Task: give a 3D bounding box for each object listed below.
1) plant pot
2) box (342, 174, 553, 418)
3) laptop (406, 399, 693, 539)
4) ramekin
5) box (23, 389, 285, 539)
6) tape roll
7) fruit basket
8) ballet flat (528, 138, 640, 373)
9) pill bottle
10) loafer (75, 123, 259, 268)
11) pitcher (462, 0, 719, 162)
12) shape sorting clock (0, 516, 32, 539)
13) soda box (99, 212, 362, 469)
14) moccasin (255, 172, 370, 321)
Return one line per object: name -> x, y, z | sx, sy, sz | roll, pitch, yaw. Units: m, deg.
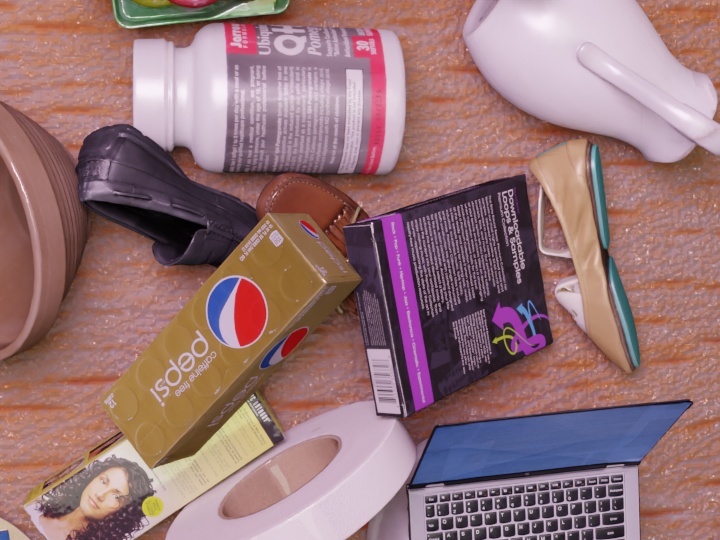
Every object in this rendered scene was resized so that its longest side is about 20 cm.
plant pot -> -0.261, -0.042, 0.897 | 0.092, 0.199, 0.203 | -23, 102, -47
box -> 0.073, 0.014, 0.956 | 0.199, 0.036, 0.145 | -18, 101, -45
laptop -> 0.135, 0.188, 0.902 | 0.185, 0.116, 0.203 | -4, 97, -9
ramekin -> 0.109, 0.234, 1.011 | 0.198, 0.098, 0.203 | -1, 96, -9
box -> -0.161, 0.153, 0.980 | 0.199, 0.050, 0.076 | -35, 100, -5
tape roll -> -0.052, 0.166, 0.925 | 0.201, 0.203, 0.037 | -30, 100, -5
fruit basket -> -0.112, -0.226, 0.870 | 0.183, 0.200, 0.095 | -8, 98, -8
ballet flat -> 0.183, -0.008, 1.020 | 0.062, 0.069, 0.202 | -10, 103, 18
pill bottle -> -0.071, -0.129, 0.933 | 0.197, 0.111, 0.112 | 0, 96, -10
loafer -> -0.131, -0.031, 0.924 | 0.200, 0.068, 0.071 | 35, 52, -40
pitcher -> 0.185, -0.156, 0.944 | 0.199, 0.172, 0.122 | 31, 99, -13
shape sorting clock -> -0.334, 0.279, 0.968 | 0.197, 0.039, 0.203 | -2, 98, -14
soda box -> -0.095, 0.051, 0.892 | 0.200, 0.064, 0.068 | -47, 75, 19
moccasin -> -0.001, 0.001, 0.952 | 0.074, 0.078, 0.202 | -43, 117, -6
